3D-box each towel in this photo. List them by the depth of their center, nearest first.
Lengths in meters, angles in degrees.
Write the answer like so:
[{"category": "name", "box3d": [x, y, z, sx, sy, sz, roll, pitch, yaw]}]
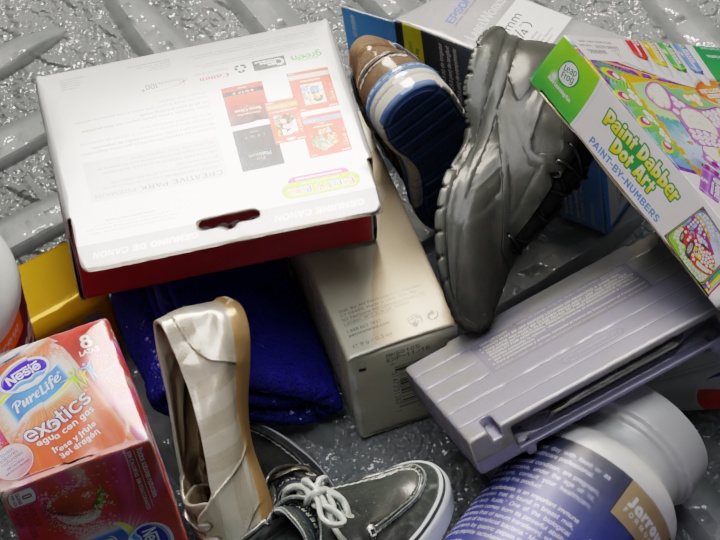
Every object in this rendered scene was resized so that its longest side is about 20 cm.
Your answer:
[{"category": "towel", "box3d": [-0.098, 0.012, 1.671, 0.147, 0.050, 0.201, 5, 45, -32]}]

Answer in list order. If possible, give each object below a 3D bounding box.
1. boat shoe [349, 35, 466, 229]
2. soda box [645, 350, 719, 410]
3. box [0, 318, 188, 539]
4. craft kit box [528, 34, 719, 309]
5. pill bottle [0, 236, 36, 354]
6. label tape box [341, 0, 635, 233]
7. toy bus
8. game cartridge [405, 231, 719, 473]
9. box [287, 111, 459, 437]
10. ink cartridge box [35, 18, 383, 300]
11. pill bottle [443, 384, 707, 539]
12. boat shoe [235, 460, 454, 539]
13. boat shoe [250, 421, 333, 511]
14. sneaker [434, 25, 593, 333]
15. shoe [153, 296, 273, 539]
[{"category": "boat shoe", "box3d": [0.043, -0.097, 1.678, 0.072, 0.200, 0.073, -33, 61, -2]}, {"category": "soda box", "box3d": [0.242, 0.046, 1.626, 0.198, 0.064, 0.069, -3, 50, 5]}, {"category": "box", "box3d": [-0.164, 0.135, 1.527, 0.095, 0.201, 0.100, -20, 52, -6]}, {"category": "craft kit box", "box3d": [0.228, -0.062, 1.556, 0.199, 0.049, 0.198, -3, 50, -49]}, {"category": "pill bottle", "box3d": [-0.257, 0.029, 1.531, 0.109, 0.200, 0.110, 0, 63, -1]}, {"category": "label tape box", "box3d": [0.094, -0.123, 1.726, 0.199, 0.145, 0.063, 23, 58, 24]}, {"category": "toy bus", "box3d": [-0.261, 0.064, 1.674, 0.199, 0.079, 0.065, -29, 54, -14]}, {"category": "game cartridge", "box3d": [0.136, 0.047, 1.550, 0.199, 0.039, 0.130, -28, 21, -7]}, {"category": "box", "box3d": [0.000, 0.000, 1.678, 0.077, 0.095, 0.201, -18, 53, -6]}, {"category": "ink cartridge box", "box3d": [-0.096, -0.057, 1.615, 0.199, 0.084, 0.176, -11, 50, -6]}, {"category": "pill bottle", "box3d": [0.120, 0.165, 1.517, 0.115, 0.116, 0.200, 26, 60, 25]}, {"category": "boat shoe", "box3d": [-0.027, 0.159, 1.482, 0.199, 0.068, 0.074, -29, 38, -23]}, {"category": "boat shoe", "box3d": [-0.038, 0.157, 1.577, 0.070, 0.066, 0.200, -26, 53, -13]}, {"category": "sneaker", "box3d": [0.100, -0.057, 1.587, 0.090, 0.076, 0.201, 9, 79, 13]}, {"category": "shoe", "box3d": [-0.095, 0.118, 1.556, 0.053, 0.202, 0.070, -9, 6, -33]}]
